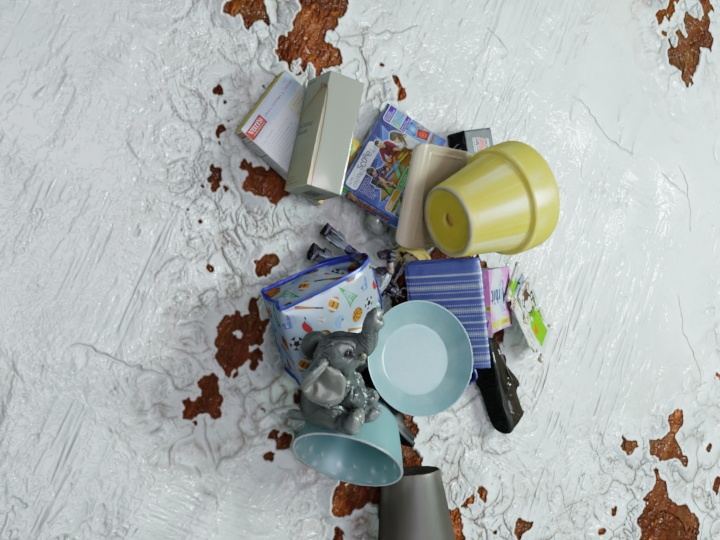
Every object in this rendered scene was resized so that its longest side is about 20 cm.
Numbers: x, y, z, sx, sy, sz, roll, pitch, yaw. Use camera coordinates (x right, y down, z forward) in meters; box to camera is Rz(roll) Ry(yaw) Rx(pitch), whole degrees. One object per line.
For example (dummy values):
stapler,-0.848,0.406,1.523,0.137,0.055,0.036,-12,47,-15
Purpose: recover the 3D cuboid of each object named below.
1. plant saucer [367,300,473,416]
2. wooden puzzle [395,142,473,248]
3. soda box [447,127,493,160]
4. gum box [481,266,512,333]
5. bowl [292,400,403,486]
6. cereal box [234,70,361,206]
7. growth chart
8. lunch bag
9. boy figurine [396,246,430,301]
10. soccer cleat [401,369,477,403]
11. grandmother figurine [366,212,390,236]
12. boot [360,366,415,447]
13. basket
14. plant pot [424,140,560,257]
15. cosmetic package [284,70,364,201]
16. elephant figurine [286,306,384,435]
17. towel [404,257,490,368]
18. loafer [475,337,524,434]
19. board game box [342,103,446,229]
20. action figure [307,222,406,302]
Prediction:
plant saucer,0.101,0.156,1.645,0.198,0.039,0.205,3,79,-17
wooden puzzle,0.135,-0.135,1.717,0.199,0.037,0.188,-1,104,-55
soda box,0.228,-0.174,1.829,0.070,0.063,0.204,-11,93,-28
gum box,0.239,0.054,1.771,0.200,0.065,0.116,-6,93,-69
bowl,-0.012,0.286,1.629,0.199,0.200,0.106,32,54,-23
cereal box,-0.109,-0.235,1.661,0.200,0.039,0.145,42,70,-20
growth chart,0.337,0.081,1.856,0.201,0.018,0.146,58,34,-28
lunch bag,-0.053,0.079,1.617,0.198,0.124,0.172,-25,118,-18
boy figurine,0.127,0.036,1.734,0.064,0.124,0.203,-22,94,-40
soccer cleat,0.141,0.211,1.707,0.199,0.083,0.066,-18,99,-49
grandmother figurine,0.084,-0.134,1.754,0.199,0.060,0.122,-40,98,-26
boot,0.078,0.209,1.736,0.201,0.069,0.175,53,58,-24
basket,0.099,0.469,1.703,0.178,0.135,0.204,-4,87,-32
plant pot,0.223,-0.113,1.668,0.187,0.200,0.204,-20,98,-31
cosmetic package,-0.062,-0.229,1.605,0.072,0.103,0.203,14,81,-26
elephant figurine,-0.042,0.154,1.503,0.154,0.141,0.202,-33,128,-28
towel,0.158,0.079,1.684,0.024,0.142,0.204,-23,108,-68
loafer,0.273,0.219,1.844,0.071,0.072,0.203,-25,105,-36
board game box,0.059,-0.194,1.716,0.134,0.034,0.202,32,66,-4
action figure,0.000,0.000,1.691,0.198,0.069,0.131,32,92,-15
